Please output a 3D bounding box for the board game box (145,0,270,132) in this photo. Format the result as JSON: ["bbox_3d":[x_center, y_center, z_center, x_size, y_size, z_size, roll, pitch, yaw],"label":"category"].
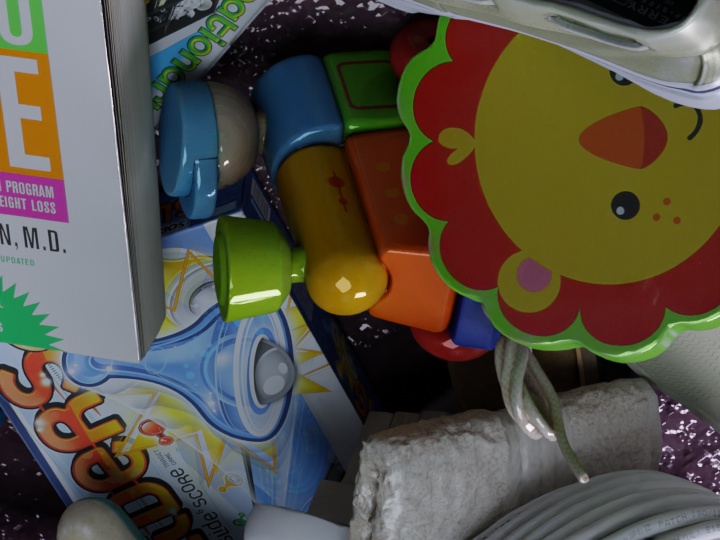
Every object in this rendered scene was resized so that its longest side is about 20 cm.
[{"bbox_3d":[-0.096,-0.123,1.046,0.126,0.035,0.200,33,122,-19],"label":"board game box"}]

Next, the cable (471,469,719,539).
[{"bbox_3d":[0.091,0.173,1.077,0.200,0.069,0.200,-42,131,-16],"label":"cable"}]

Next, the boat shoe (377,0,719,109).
[{"bbox_3d":[0.046,-0.113,0.929,0.200,0.072,0.062,24,173,30],"label":"boat shoe"}]

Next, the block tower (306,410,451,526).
[{"bbox_3d":[0.076,0.119,1.175,0.200,0.058,0.054,30,164,-31],"label":"block tower"}]

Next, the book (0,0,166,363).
[{"bbox_3d":[-0.144,-0.065,1.044,0.134,0.048,0.200,6,126,13],"label":"book"}]

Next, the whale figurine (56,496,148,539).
[{"bbox_3d":[-0.113,0.160,1.191,0.200,0.104,0.159,17,113,19],"label":"whale figurine"}]

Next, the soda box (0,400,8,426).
[{"bbox_3d":[-0.242,0.090,1.192,0.200,0.064,0.068,-32,111,25],"label":"soda box"}]

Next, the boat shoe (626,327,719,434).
[{"bbox_3d":[0.148,0.018,1.099,0.072,0.068,0.200,-12,141,37],"label":"boat shoe"}]

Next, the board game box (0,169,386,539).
[{"bbox_3d":[-0.065,0.060,1.182,0.135,0.034,0.200,-18,124,16],"label":"board game box"}]

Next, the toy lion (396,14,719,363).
[{"bbox_3d":[0.110,-0.068,0.959,0.192,0.069,0.200,6,85,14],"label":"toy lion"}]

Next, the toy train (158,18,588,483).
[{"bbox_3d":[0.000,0.000,1.016,0.116,0.200,0.085,-4,136,-14],"label":"toy train"}]

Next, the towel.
[{"bbox_3d":[0.046,0.141,1.095,0.132,0.034,0.200,-10,118,-35],"label":"towel"}]

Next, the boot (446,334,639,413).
[{"bbox_3d":[0.062,0.006,1.117,0.075,0.074,0.200,-1,130,17],"label":"boot"}]

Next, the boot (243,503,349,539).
[{"bbox_3d":[0.009,0.167,1.138,0.074,0.096,0.200,9,161,40],"label":"boot"}]
